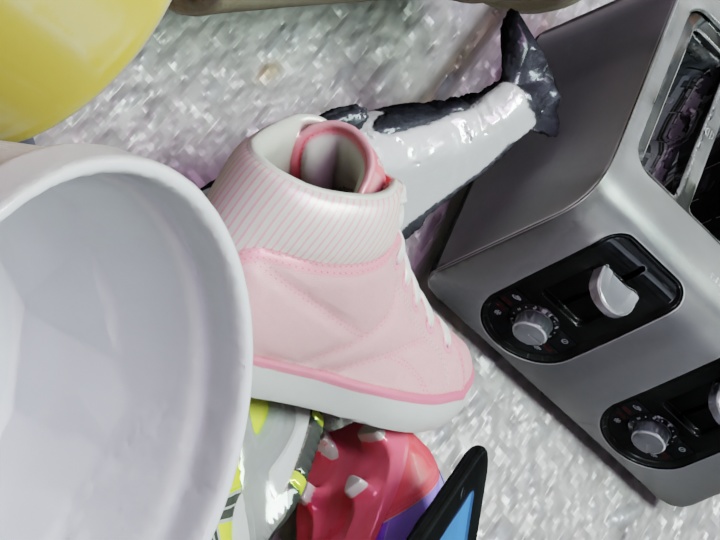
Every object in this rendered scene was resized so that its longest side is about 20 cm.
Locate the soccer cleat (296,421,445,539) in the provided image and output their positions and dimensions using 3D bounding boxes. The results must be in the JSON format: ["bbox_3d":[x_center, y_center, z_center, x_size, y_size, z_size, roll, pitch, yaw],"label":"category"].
[{"bbox_3d":[-0.008,0.150,1.046,0.076,0.067,0.200,44,49,-34],"label":"soccer cleat"}]

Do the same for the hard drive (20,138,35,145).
[{"bbox_3d":[-0.198,-0.077,0.977,0.135,0.042,0.200,-20,86,-44],"label":"hard drive"}]

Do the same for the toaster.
[{"bbox_3d":[0.150,-0.021,1.213,0.181,0.119,0.200,43,50,-22],"label":"toaster"}]

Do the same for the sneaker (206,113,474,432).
[{"bbox_3d":[0.000,0.000,1.041,0.200,0.075,0.105,14,108,-54],"label":"sneaker"}]

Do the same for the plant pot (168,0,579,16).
[{"bbox_3d":[-0.010,-0.190,1.105,0.183,0.200,0.201,-17,85,-32],"label":"plant pot"}]

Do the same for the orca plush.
[{"bbox_3d":[-0.012,-0.052,1.110,0.200,0.071,0.105,-39,144,-15],"label":"orca plush"}]

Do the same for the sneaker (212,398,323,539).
[{"bbox_3d":[-0.078,0.112,0.998,0.076,0.075,0.200,34,43,-18],"label":"sneaker"}]

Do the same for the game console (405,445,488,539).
[{"bbox_3d":[0.045,0.194,0.979,0.176,0.116,0.200,44,29,-1],"label":"game console"}]

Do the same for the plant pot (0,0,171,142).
[{"bbox_3d":[-0.162,-0.142,0.885,0.189,0.200,0.201,41,49,-41],"label":"plant pot"}]

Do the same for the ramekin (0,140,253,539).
[{"bbox_3d":[-0.136,0.047,0.895,0.200,0.105,0.201,-29,126,-48],"label":"ramekin"}]
